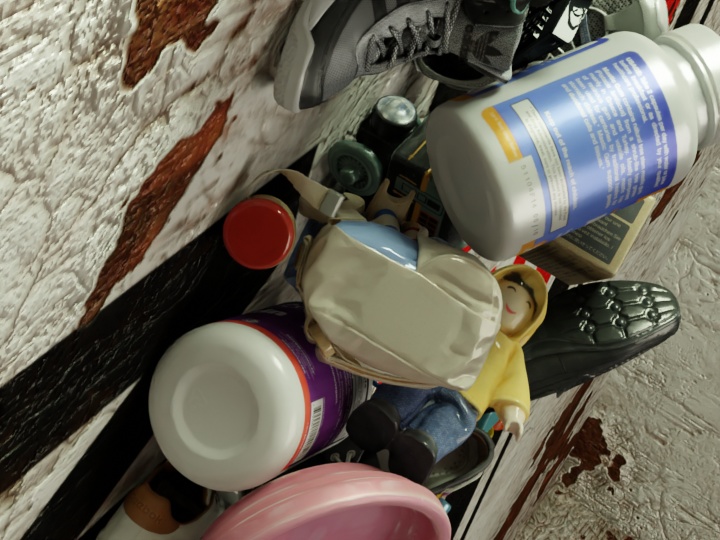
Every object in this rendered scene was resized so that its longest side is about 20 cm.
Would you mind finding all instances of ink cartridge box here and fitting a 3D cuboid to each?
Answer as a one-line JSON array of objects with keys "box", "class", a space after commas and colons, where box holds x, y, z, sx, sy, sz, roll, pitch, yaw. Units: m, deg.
[{"box": [0.134, -0.060, 1.317, 0.075, 0.164, 0.200, -59, -179, -3], "class": "ink cartridge box"}]

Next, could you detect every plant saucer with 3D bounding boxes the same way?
[{"box": [-0.037, 0.197, 1.134, 0.199, 0.051, 0.201, -18, 145, -13], "class": "plant saucer"}]

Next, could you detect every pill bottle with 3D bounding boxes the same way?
[{"box": [-0.061, 0.083, 1.162, 0.113, 0.112, 0.200, -62, 165, 14], "class": "pill bottle"}, {"box": [0.153, -0.092, 1.094, 0.199, 0.113, 0.112, -23, 153, -16], "class": "pill bottle"}]

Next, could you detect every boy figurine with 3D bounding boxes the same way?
[{"box": [0.078, 0.071, 1.188, 0.200, 0.124, 0.065, -43, 170, -37], "class": "boy figurine"}]

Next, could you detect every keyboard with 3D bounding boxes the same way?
[{"box": [0.147, -0.223, 1.103, 0.104, 0.040, 0.201, -24, -148, 52], "class": "keyboard"}]

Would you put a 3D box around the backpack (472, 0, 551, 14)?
[{"box": [0.100, -0.271, 0.902, 0.176, 0.153, 0.201, -44, 170, -48], "class": "backpack"}]

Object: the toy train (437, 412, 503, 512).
[{"box": [0.070, 0.151, 1.369, 0.201, 0.055, 0.150, -53, 166, -7], "class": "toy train"}]

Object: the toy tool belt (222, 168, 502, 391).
[{"box": [0.000, 0.000, 1.110, 0.126, 0.199, 0.123, -62, -172, 12], "class": "toy tool belt"}]

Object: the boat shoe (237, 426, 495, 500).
[{"box": [0.007, 0.152, 1.235, 0.198, 0.075, 0.060, -6, 172, -21], "class": "boat shoe"}]

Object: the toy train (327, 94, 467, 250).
[{"box": [0.029, -0.037, 1.211, 0.085, 0.114, 0.201, -45, 160, -38], "class": "toy train"}]

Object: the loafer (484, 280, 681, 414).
[{"box": [0.152, 0.062, 1.275, 0.199, 0.068, 0.071, -18, 139, 4], "class": "loafer"}]

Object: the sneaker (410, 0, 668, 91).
[{"box": [0.127, -0.160, 1.184, 0.082, 0.199, 0.075, -16, 93, -53], "class": "sneaker"}]

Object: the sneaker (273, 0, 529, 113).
[{"box": [0.038, -0.150, 1.016, 0.200, 0.113, 0.076, -48, 162, -34], "class": "sneaker"}]

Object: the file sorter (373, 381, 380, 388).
[{"box": [0.002, 0.099, 1.377, 0.201, 0.122, 0.139, -60, 164, 4], "class": "file sorter"}]

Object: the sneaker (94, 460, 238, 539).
[{"box": [-0.120, 0.180, 1.235, 0.085, 0.073, 0.200, -59, 164, 11], "class": "sneaker"}]
